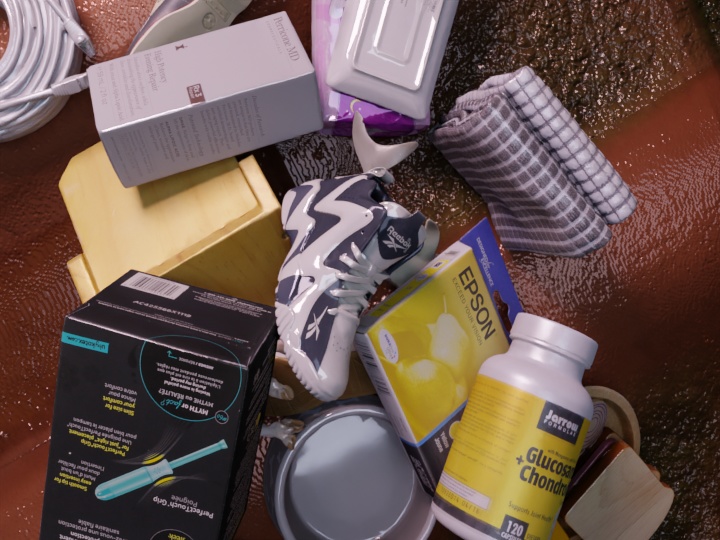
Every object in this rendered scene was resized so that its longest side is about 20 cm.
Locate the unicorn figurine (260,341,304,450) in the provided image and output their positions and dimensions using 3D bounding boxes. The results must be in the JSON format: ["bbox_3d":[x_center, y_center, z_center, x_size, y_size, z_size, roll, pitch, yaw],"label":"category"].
[{"bbox_3d":[-0.124,0.131,0.732,0.133,0.074,0.206,8,103,9],"label":"unicorn figurine"}]

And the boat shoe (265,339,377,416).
[{"bbox_3d":[-0.053,0.095,0.778,0.194,0.070,0.073,-7,119,4],"label":"boat shoe"}]

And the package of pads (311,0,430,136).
[{"bbox_3d":[0.009,-0.239,0.761,0.117,0.076,0.207,-1,93,-5],"label":"package of pads"}]

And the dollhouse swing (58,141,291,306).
[{"bbox_3d":[-0.177,-0.032,0.770,0.197,0.177,0.184,-30,138,-5],"label":"dollhouse swing"}]

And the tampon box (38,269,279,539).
[{"bbox_3d":[-0.161,0.128,0.631,0.146,0.127,0.205,14,107,3],"label":"tampon box"}]

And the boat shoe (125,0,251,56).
[{"bbox_3d":[-0.166,-0.255,0.747,0.201,0.071,0.062,-50,55,0],"label":"boat shoe"}]

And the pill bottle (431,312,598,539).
[{"bbox_3d":[0.147,0.149,0.700,0.110,0.112,0.205,22,85,-8],"label":"pill bottle"}]

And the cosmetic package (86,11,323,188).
[{"bbox_3d":[-0.142,-0.160,0.704,0.195,0.075,0.103,-20,53,-8],"label":"cosmetic package"}]

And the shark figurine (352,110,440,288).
[{"bbox_3d":[0.022,-0.037,0.762,0.128,0.089,0.216,-44,128,-10],"label":"shark figurine"}]

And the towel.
[{"bbox_3d":[0.149,-0.095,0.725,0.086,0.200,0.166,-45,99,-3],"label":"towel"}]

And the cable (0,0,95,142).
[{"bbox_3d":[-0.363,-0.223,0.719,0.196,0.069,0.204,-27,96,-4],"label":"cable"}]

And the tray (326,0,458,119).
[{"bbox_3d":[0.043,-0.256,0.717,0.105,0.022,0.206,16,89,-12],"label":"tray"}]

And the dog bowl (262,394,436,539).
[{"bbox_3d":[-0.004,0.224,0.793,0.194,0.059,0.207,0,94,-7],"label":"dog bowl"}]

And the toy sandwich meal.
[{"bbox_3d":[0.235,0.221,0.793,0.200,0.070,0.211,-8,109,-22],"label":"toy sandwich meal"}]

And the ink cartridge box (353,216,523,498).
[{"bbox_3d":[0.104,0.085,0.754,0.198,0.047,0.201,-35,112,-22],"label":"ink cartridge box"}]

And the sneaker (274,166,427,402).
[{"bbox_3d":[0.000,0.000,0.647,0.127,0.079,0.204,-20,53,28],"label":"sneaker"}]
